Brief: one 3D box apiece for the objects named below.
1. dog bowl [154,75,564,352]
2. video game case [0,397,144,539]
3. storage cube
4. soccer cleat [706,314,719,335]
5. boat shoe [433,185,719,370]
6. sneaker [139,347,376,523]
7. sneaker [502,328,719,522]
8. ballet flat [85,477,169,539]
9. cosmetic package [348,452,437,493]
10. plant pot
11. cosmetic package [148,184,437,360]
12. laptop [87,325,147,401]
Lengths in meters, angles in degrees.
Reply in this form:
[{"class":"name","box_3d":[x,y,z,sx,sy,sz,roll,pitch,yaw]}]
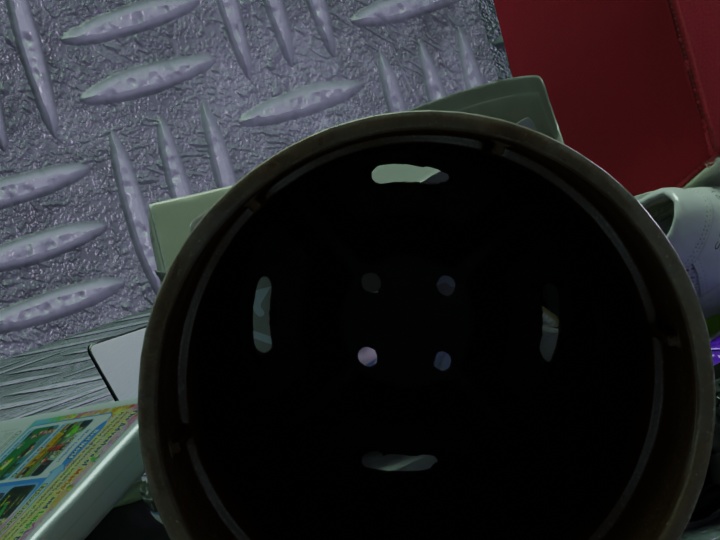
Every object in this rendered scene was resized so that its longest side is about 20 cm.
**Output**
[{"class":"dog bowl","box_3d":[0.007,-0.019,1.253,0.199,0.059,0.200,-23,12,5]},{"class":"video game case","box_3d":[-0.196,0.138,1.357,0.182,0.024,0.200,-12,29,50]},{"class":"storage cube","box_3d":[0.182,-0.111,1.327,0.170,0.181,0.200,-7,-18,-21]},{"class":"soccer cleat","box_3d":[0.128,0.060,1.339,0.199,0.068,0.081,-18,2,18]},{"class":"boat shoe","box_3d":[0.091,0.011,1.254,0.069,0.071,0.200,17,-39,-37]},{"class":"sneaker","box_3d":[-0.028,0.068,1.263,0.072,0.073,0.200,-21,12,37]},{"class":"sneaker","box_3d":[0.151,0.068,1.173,0.199,0.070,0.100,-19,12,-8]},{"class":"ballet flat","box_3d":[-0.096,0.118,1.404,0.199,0.073,0.073,-19,4,-27]},{"class":"cosmetic package","box_3d":[-0.006,0.115,1.199,0.082,0.051,0.200,-19,1,39]},{"class":"plant pot","box_3d":[0.021,0.034,1.045,0.199,0.201,0.198,-16,7,1]},{"class":"cosmetic package","box_3d":[0.000,0.000,1.397,0.199,0.106,0.071,-12,-12,-6]},{"class":"laptop","box_3d":[-0.023,0.063,1.589,0.186,0.200,0.116,-18,-30,-28]}]
